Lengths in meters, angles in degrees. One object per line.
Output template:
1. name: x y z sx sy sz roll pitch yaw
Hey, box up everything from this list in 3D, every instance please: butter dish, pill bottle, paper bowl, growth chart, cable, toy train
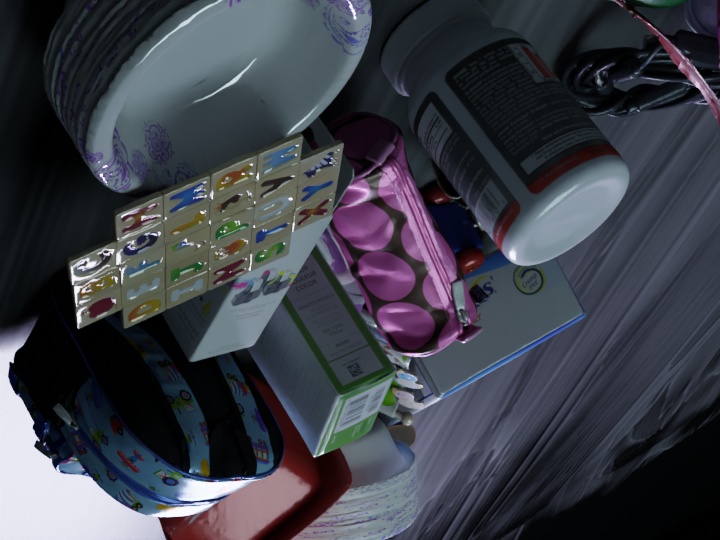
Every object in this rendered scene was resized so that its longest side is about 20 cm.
1. butter dish: -0.139 0.176 1.590 0.199 0.200 0.148 -40 131 6
2. pill bottle: 0.107 -0.113 1.294 0.115 0.201 0.116 -29 157 -14
3. paper bowl: -0.041 0.206 1.721 0.198 0.106 0.201 -4 -169 1
4. growth chart: -0.008 0.077 1.579 0.018 0.144 0.201 -60 160 -26
5. paper bowl: -0.101 -0.146 1.031 0.200 0.105 0.201 -31 158 -14
6. cable: 0.281 -0.169 1.538 0.199 0.051 0.163 3 166 -38
7. toy train: 0.062 -0.017 1.594 0.199 0.085 0.116 -10 157 -48

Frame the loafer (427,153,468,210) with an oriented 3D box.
1. loafer: 0.091 -0.098 1.453 0.067 0.077 0.200 -18 171 -8

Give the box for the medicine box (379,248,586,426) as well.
1. medicine box: 0.100 0.060 1.696 0.181 0.104 0.200 -28 176 -18

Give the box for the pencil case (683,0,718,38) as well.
1. pencil case: 0.381 -0.248 1.586 0.199 0.083 0.091 1 125 -56

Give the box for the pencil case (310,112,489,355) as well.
1. pencil case: 0.030 -0.028 1.355 0.091 0.093 0.201 -39 123 -17

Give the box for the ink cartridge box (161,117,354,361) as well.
1. ink cartridge box: -0.094 -0.041 1.257 0.067 0.116 0.201 -12 147 -40

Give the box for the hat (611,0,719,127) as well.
1. hat: 0.246 -0.220 1.313 0.199 0.177 0.166 -4 143 -53

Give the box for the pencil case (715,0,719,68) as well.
1. pencil case: 0.331 -0.257 1.344 0.093 0.202 0.090 -8 167 42

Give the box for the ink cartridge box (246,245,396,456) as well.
1. ink cartridge box: -0.054 0.038 1.359 0.059 0.201 0.104 -23 156 -26

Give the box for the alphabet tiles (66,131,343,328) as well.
1. alphabet tiles: -0.102 -0.024 1.118 0.199 0.006 0.167 -25 159 -17

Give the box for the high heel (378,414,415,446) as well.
1. high heel: -0.041 0.182 1.886 0.198 0.096 0.068 5 97 -31

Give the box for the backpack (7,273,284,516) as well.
1. backpack: -0.164 0.115 1.328 0.182 0.201 0.135 5 131 -49

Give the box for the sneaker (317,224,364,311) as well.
1. sneaker: 0.000 0.000 1.455 0.139 0.078 0.202 -26 130 -26
